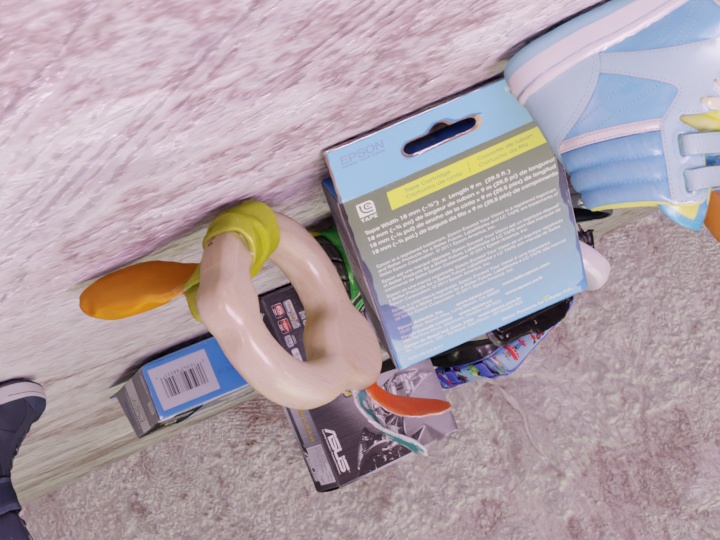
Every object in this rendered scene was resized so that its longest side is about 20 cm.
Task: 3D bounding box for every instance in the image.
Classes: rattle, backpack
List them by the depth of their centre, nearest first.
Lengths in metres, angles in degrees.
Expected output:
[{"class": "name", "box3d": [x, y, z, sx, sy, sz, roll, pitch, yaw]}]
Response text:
[{"class": "rattle", "box3d": [-0.057, 0.061, 0.868, 0.143, 0.130, 0.200, -35, 128, 15]}, {"class": "backpack", "box3d": [0.103, 0.039, 1.494, 0.200, 0.135, 0.183, -22, -162, 51]}]

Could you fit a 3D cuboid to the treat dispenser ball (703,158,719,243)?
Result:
[{"class": "treat dispenser ball", "box3d": [0.380, -0.094, 1.178, 0.201, 0.201, 0.201, -24, 174, -3]}]

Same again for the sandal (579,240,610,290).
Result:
[{"class": "sandal", "box3d": [0.115, -0.030, 1.061, 0.202, 0.082, 0.050, 21, -106, 44]}]

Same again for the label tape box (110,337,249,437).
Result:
[{"class": "label tape box", "box3d": [-0.184, 0.126, 1.516, 0.144, 0.063, 0.200, -21, 173, -23]}]

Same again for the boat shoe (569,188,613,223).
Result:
[{"class": "boat shoe", "box3d": [0.175, -0.057, 1.382, 0.200, 0.062, 0.073, -20, 175, -31]}]

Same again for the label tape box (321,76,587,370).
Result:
[{"class": "label tape box", "box3d": [0.057, -0.045, 0.885, 0.144, 0.063, 0.200, -23, 133, -4]}]

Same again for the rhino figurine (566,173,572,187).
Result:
[{"class": "rhino figurine", "box3d": [0.085, -0.055, 0.998, 0.200, 0.060, 0.087, -23, -156, -2]}]

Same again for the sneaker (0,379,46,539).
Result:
[{"class": "sneaker", "box3d": [-0.300, 0.170, 1.125, 0.077, 0.146, 0.202, -27, 175, 16]}]

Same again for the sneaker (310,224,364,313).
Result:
[{"class": "sneaker", "box3d": [0.000, 0.000, 1.118, 0.085, 0.078, 0.200, -26, 175, -7]}]

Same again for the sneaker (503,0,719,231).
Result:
[{"class": "sneaker", "box3d": [0.191, -0.097, 0.737, 0.200, 0.131, 0.080, -26, 173, 16]}]

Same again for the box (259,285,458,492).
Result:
[{"class": "box", "box3d": [-0.008, 0.099, 1.376, 0.158, 0.200, 0.048, -20, 176, -33]}]

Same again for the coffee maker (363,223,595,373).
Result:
[{"class": "coffee maker", "box3d": [0.087, 0.024, 1.283, 0.192, 0.135, 0.200, 11, 161, -43]}]
